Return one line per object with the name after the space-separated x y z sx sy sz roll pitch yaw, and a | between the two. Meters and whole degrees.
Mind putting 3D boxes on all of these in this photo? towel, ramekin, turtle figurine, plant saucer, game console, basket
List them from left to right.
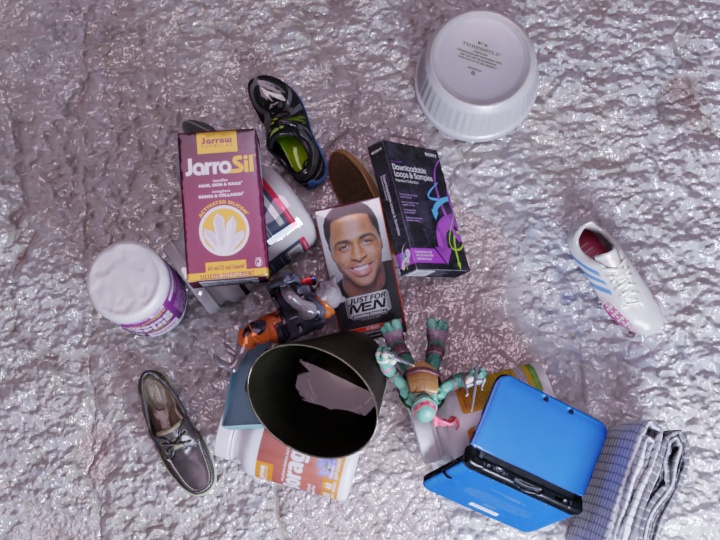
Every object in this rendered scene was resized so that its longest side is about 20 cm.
-0.151 0.151 1.351 0.069 0.019 0.201 -4 38 5 | plant saucer
-0.036 0.154 1.272 0.179 0.200 0.137 24 102 12 | basket
0.084 0.140 1.282 0.148 0.201 0.102 13 118 -12 | turtle figurine
0.183 -0.309 1.459 0.200 0.094 0.205 0 78 2 | ramekin
0.212 0.257 1.297 0.199 0.171 0.119 28 50 -20 | game console
0.369 0.310 1.288 0.085 0.166 0.202 21 79 0 | towel

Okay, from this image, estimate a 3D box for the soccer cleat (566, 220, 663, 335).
0.375 0.011 1.390 0.070 0.086 0.201 -37 80 -6 | soccer cleat

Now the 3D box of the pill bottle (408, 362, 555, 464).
0.174 0.209 1.340 0.198 0.111 0.112 -15 78 -1 | pill bottle

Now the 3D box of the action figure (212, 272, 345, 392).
-0.105 0.077 1.336 0.192 0.200 0.105 -33 81 2 | action figure

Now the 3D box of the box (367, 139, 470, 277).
0.088 -0.090 1.397 0.036 0.142 0.202 -25 74 36 | box

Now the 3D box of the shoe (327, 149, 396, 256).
0.021 -0.104 1.446 0.201 0.053 0.070 53 126 13 | shoe

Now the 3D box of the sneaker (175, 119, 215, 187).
-0.241 -0.143 1.410 0.070 0.081 0.201 11 35 -21 | sneaker

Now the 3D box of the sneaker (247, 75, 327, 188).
-0.115 -0.220 1.451 0.070 0.083 0.201 -31 77 14 | sneaker

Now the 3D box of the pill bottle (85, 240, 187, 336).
-0.310 0.034 1.346 0.111 0.200 0.114 0 77 2 | pill bottle

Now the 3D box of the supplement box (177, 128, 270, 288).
-0.184 -0.083 1.278 0.109 0.086 0.203 -5 84 -5 | supplement box

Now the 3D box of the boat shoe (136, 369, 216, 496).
-0.275 0.237 1.371 0.073 0.065 0.201 -31 80 -7 | boat shoe

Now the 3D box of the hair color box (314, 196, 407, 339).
0.000 0.000 1.389 0.100 0.061 0.202 -13 95 -1 | hair color box

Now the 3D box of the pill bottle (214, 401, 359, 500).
-0.101 0.248 1.340 0.198 0.112 0.113 14 79 5 | pill bottle

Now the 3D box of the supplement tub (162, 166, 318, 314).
-0.175 -0.044 1.389 0.199 0.140 0.141 -37 79 -7 | supplement tub
